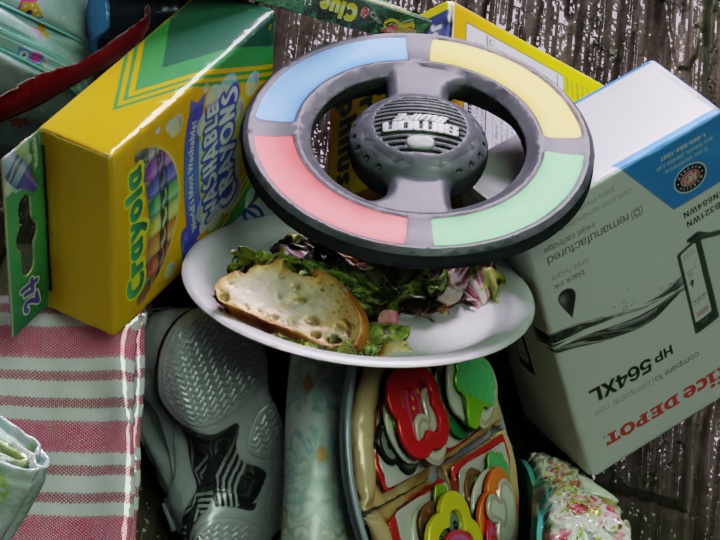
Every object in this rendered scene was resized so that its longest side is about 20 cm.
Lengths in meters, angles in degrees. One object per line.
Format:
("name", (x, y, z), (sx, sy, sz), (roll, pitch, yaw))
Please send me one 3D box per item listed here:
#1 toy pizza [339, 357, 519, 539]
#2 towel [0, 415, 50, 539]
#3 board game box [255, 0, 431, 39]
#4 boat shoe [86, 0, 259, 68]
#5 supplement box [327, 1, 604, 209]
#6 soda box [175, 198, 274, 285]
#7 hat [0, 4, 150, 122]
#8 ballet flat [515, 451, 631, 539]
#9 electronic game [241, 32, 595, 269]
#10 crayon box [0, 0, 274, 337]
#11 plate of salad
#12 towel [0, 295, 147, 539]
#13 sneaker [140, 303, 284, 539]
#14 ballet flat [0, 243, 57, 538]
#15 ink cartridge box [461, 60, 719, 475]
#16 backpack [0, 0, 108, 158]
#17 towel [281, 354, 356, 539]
("toy pizza", (0.050, 0.113, 1.481), (0.200, 0.032, 0.201), (30, 55, -54))
("towel", (-0.271, 0.121, 1.359), (0.171, 0.200, 0.048), (36, 28, 5))
("board game box", (-0.063, -0.173, 1.525), (0.199, 0.105, 0.024), (13, 99, -38))
("boat shoe", (-0.101, -0.136, 1.573), (0.068, 0.200, 0.085), (-3, 95, 17))
("supplement box", (0.086, -0.068, 1.627), (0.199, 0.109, 0.109), (25, 57, -38))
("soda box", (-0.070, -0.017, 1.593), (0.199, 0.063, 0.068), (31, 56, -10))
("hat", (-0.229, -0.041, 1.483), (0.176, 0.199, 0.167), (-17, 96, -47))
("ballet flat", (0.127, 0.154, 1.539), (0.064, 0.200, 0.076), (2, 99, -2))
("electronic game", (0.032, -0.070, 1.455), (0.199, 0.042, 0.201), (3, 41, -3))
("crayon box", (-0.120, -0.055, 1.451), (0.051, 0.126, 0.200), (22, 43, 22))
("plate of salad", (0.000, 0.000, 1.445), (0.199, 0.048, 0.200), (5, 24, -2))
("towel", (-0.195, 0.109, 1.445), (0.145, 0.030, 0.201), (0, 75, 6))
("sneaker", (-0.095, 0.107, 1.522), (0.075, 0.115, 0.201), (-19, 111, -27))
("ballet flat", (-0.195, 0.075, 1.493), (0.062, 0.067, 0.201), (-7, 70, -23))
("ink cartridge box", (0.156, 0.000, 1.555), (0.146, 0.201, 0.084), (-30, 37, -14))
("backpack", (-0.239, -0.153, 1.534), (0.199, 0.166, 0.127), (24, 65, -35))
("towel", (0.018, 0.135, 1.511), (0.200, 0.048, 0.172), (35, 48, -51))
